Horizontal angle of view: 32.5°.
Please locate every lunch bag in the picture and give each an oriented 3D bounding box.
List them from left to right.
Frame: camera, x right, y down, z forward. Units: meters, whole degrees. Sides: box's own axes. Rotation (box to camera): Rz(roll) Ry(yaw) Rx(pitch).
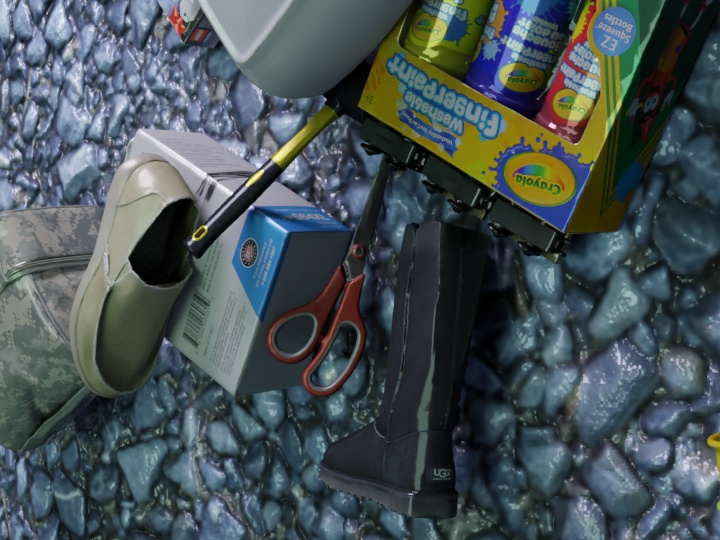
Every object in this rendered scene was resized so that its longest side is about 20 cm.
[{"bbox_3d":[-0.298,0.058,1.151,0.200,0.138,0.169,-38,68,36],"label":"lunch bag"}]

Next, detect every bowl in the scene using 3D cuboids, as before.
[{"bbox_3d":[-0.062,-0.233,0.860,0.200,0.074,0.201,-40,77,50],"label":"bowl"}]

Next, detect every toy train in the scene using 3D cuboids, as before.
[{"bbox_3d":[0.076,-0.059,0.880,0.199,0.046,0.034,36,107,36],"label":"toy train"}]

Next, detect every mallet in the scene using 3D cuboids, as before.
[{"bbox_3d":[-0.064,-0.091,0.943,0.199,0.041,0.066,-39,54,-3],"label":"mallet"}]

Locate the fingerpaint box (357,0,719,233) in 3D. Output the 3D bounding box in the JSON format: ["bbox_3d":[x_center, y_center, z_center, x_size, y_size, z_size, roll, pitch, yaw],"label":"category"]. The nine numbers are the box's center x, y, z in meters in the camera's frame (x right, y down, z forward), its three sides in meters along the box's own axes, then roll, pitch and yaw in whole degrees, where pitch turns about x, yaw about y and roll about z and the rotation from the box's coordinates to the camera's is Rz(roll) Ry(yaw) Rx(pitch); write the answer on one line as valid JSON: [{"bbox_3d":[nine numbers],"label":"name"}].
[{"bbox_3d":[0.111,-0.144,0.825,0.199,0.073,0.168,36,115,34],"label":"fingerpaint box"}]

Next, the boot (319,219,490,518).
[{"bbox_3d":[0.030,0.066,0.909,0.164,0.065,0.203,3,88,60],"label":"boot"}]

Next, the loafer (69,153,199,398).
[{"bbox_3d":[-0.176,0.012,0.972,0.068,0.075,0.202,26,110,43],"label":"loafer"}]

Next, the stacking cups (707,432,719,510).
[{"bbox_3d":[0.251,0.197,0.733,0.060,0.060,0.203,-9,88,41],"label":"stacking cups"}]

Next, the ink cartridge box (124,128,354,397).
[{"bbox_3d":[-0.118,-0.012,1.026,0.199,0.084,0.147,35,115,35],"label":"ink cartridge box"}]

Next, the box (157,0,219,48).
[{"bbox_3d":[-0.117,-0.309,1.038,0.200,0.040,0.138,-48,61,32],"label":"box"}]

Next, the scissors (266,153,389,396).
[{"bbox_3d":[0.000,0.000,0.951,0.073,0.014,0.201,32,89,1],"label":"scissors"}]
